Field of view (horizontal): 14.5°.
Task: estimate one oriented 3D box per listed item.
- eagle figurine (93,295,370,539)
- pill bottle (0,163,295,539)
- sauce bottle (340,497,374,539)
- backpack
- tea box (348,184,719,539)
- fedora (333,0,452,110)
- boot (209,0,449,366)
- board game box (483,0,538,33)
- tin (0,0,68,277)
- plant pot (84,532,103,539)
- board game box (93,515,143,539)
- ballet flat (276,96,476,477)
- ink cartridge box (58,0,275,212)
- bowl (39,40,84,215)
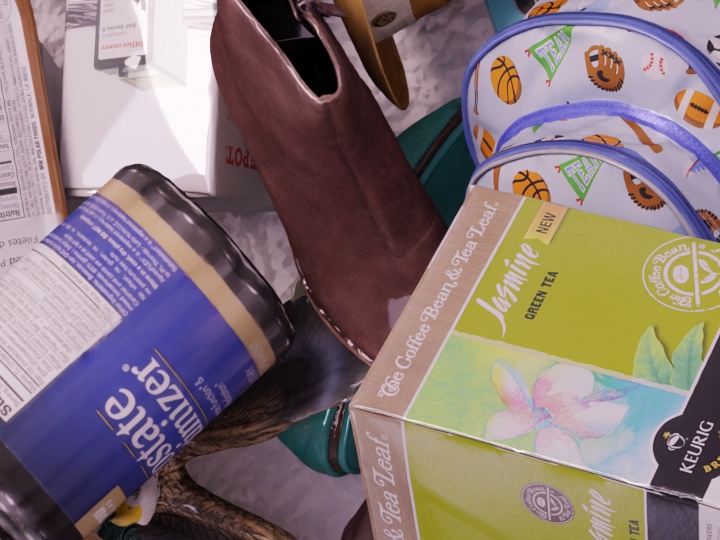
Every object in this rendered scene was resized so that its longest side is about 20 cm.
[{"bbox_3d":[-0.082,0.097,1.349,0.200,0.152,0.151,1,46,4],"label":"eagle figurine"},{"bbox_3d":[-0.136,0.056,1.248,0.200,0.112,0.112,-43,74,-10],"label":"pill bottle"},{"bbox_3d":[0.012,0.164,1.376,0.066,0.066,0.200,10,92,20],"label":"sauce bottle"},{"bbox_3d":[0.132,-0.043,1.247,0.200,0.154,0.191,-11,109,43],"label":"backpack"},{"bbox_3d":[0.117,0.095,1.168,0.196,0.200,0.134,14,52,20],"label":"tea box"},{"bbox_3d":[0.013,-0.172,1.296,0.082,0.201,0.201,-22,80,4],"label":"fedora"},{"bbox_3d":[-0.010,-0.043,1.235,0.072,0.166,0.200,-31,74,-4],"label":"boot"},{"bbox_3d":[0.141,-0.201,1.353,0.200,0.047,0.151,-21,81,18],"label":"board game box"},{"bbox_3d":[-0.196,-0.061,1.296,0.112,0.042,0.200,-11,91,-24],"label":"tin"},{"bbox_3d":[-0.166,0.179,1.360,0.200,0.028,0.200,17,137,16],"label":"plant pot"},{"bbox_3d":[-0.118,0.219,1.440,0.135,0.028,0.200,-29,78,16],"label":"board game box"},{"bbox_3d":[0.000,0.000,1.388,0.070,0.067,0.200,22,94,29],"label":"ballet flat"},{"bbox_3d":[-0.080,-0.129,1.379,0.084,0.146,0.200,2,89,17],"label":"ink cartridge box"},{"bbox_3d":[-0.181,-0.051,1.413,0.094,0.201,0.201,-4,86,-8],"label":"bowl"}]
